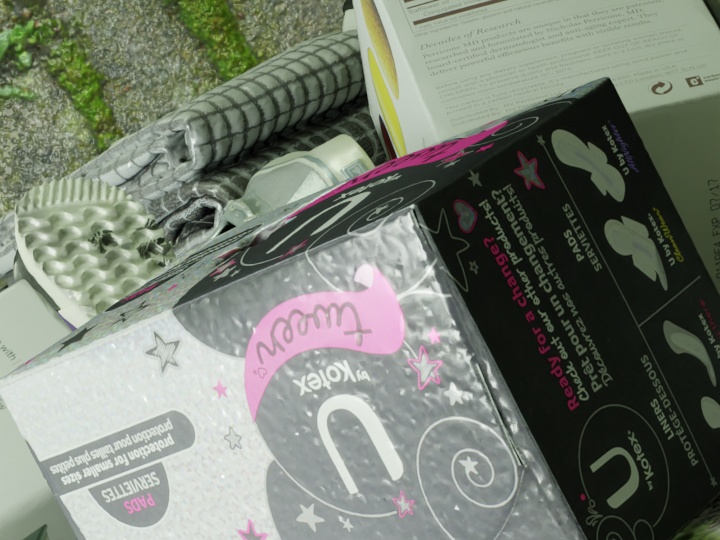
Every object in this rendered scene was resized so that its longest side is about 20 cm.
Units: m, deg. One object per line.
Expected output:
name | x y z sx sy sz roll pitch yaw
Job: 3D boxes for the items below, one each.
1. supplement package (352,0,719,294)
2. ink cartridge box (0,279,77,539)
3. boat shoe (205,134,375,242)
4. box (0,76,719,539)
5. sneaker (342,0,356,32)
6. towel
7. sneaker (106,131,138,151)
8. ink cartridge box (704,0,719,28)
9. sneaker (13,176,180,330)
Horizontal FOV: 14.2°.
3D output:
supplement package | 0.067 -0.062 1.062 0.109 0.114 0.200 -13 36 -5
ink cartridge box | -0.170 0.115 1.002 0.200 0.084 0.146 -33 -28 -26
boat shoe | -0.037 -0.006 1.161 0.071 0.070 0.201 -30 -1 -13
box | 0.005 0.043 0.903 0.200 0.132 0.115 -22 9 42
sneaker | 0.065 -0.125 1.598 0.199 0.115 0.080 3 -6 -39
towel | -0.085 -0.033 1.439 0.200 0.086 0.166 -27 3 42
sneaker | -0.043 -0.038 1.607 0.200 0.076 0.105 6 4 2
ink cartridge box | 0.164 -0.138 1.249 0.147 0.200 0.086 -32 8 -18
sneaker | -0.086 0.064 1.138 0.069 0.200 0.100 -7 -42 -24
